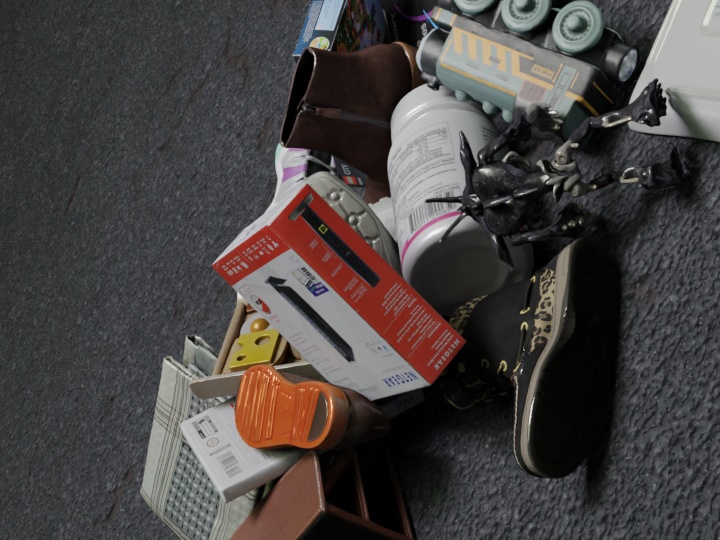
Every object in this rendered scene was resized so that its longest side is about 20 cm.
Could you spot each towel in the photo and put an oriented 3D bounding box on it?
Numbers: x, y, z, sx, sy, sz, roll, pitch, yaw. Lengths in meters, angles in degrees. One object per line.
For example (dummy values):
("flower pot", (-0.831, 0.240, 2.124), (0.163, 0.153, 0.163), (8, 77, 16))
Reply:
("towel", (-0.152, 0.187, 1.554), (0.192, 0.034, 0.202), (36, 117, 45))

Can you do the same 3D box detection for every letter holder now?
("letter holder", (-0.057, 0.241, 1.384), (0.200, 0.100, 0.143), (-51, 30, 25))

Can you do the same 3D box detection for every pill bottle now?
("pill bottle", (0.083, -0.067, 1.372), (0.113, 0.113, 0.201), (-45, 34, 32))

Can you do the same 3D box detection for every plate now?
("plate", (0.293, -0.196, 1.201), (0.199, 0.032, 0.202), (21, 86, 62))

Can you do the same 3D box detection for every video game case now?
("video game case", (-0.056, 0.129, 1.423), (0.198, 0.018, 0.143), (-26, 26, -12))

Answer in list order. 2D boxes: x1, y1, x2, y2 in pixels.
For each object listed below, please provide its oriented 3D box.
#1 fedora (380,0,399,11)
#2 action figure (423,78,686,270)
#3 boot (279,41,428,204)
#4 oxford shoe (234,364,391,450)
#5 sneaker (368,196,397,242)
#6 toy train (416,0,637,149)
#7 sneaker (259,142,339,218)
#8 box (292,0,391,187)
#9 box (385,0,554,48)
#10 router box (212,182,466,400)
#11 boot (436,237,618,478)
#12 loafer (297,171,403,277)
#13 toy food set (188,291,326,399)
("fedora", (0.070, -0.326, 1.615), (0.200, 0.091, 0.202), (-39, 38, 39))
("action figure", (0.154, -0.075, 1.238), (0.198, 0.120, 0.102), (-18, 4, 23))
("boot", (-0.009, -0.122, 1.473), (0.072, 0.165, 0.202), (45, 129, 42))
("oxford shoe", (-0.048, 0.125, 1.351), (0.199, 0.072, 0.072), (9, 88, 59))
("sneaker", (0.000, 0.000, 1.447), (0.199, 0.077, 0.081), (-31, 53, -19))
("toy train", (0.138, -0.184, 1.346), (0.199, 0.085, 0.115), (27, 88, 31))
("sneaker", (-0.044, -0.070, 1.640), (0.140, 0.077, 0.202), (27, 101, 60))
("box", (-0.007, -0.196, 1.542), (0.037, 0.201, 0.138), (4, 57, 19))
("box", (0.105, -0.223, 1.488), (0.199, 0.036, 0.145), (-29, 67, 49))
("router box", (-0.023, 0.025, 1.289), (0.049, 0.179, 0.200), (-48, 6, -19))
("boot", (0.123, 0.082, 1.228), (0.150, 0.073, 0.202), (-26, 43, 48))
("loafer", (0.007, -0.002, 1.373), (0.069, 0.201, 0.070), (-31, 17, 4))
("toy food set", (-0.078, 0.043, 1.502), (0.142, 0.061, 0.201), (-10, 31, 17))
